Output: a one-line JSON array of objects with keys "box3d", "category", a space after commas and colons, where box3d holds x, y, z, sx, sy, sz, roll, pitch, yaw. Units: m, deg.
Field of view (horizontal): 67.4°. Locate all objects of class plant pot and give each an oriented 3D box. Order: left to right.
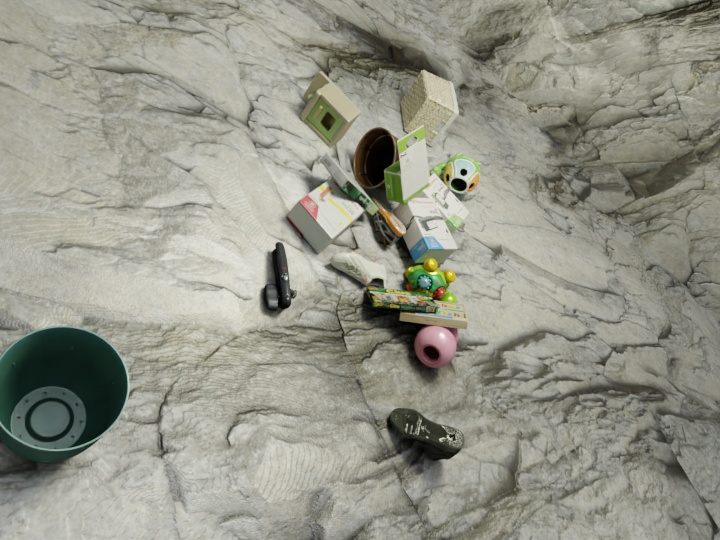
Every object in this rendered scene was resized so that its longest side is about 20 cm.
[{"box3d": [-0.506, 0.220, 0.898, 0.197, 0.161, 0.205, 22, 48, -26], "category": "plant pot"}, {"box3d": [0.108, -0.361, 1.850, 0.195, 0.199, 0.205, 8, 54, -45], "category": "plant pot"}]

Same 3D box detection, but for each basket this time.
[{"box3d": [0.277, -0.662, 2.205, 0.157, 0.199, 0.205, 15, 51, -25], "category": "basket"}]

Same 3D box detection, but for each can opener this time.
[{"box3d": [-0.205, 0.011, 1.385, 0.077, 0.063, 0.205, 16, 51, -30], "category": "can opener"}]

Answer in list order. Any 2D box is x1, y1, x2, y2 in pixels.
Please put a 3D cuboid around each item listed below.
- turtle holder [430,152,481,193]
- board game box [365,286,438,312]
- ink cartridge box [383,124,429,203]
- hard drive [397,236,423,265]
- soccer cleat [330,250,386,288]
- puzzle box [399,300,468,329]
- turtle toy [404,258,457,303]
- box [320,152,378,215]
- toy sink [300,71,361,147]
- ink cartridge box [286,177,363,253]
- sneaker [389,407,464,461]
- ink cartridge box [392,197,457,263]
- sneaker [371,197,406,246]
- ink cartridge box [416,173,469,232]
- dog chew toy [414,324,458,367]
[{"box3d": [0.382, -0.382, 2.121, 0.184, 0.141, 0.133, 39, 43, -11], "category": "turtle holder"}, {"box3d": [0.118, 0.084, 1.553, 0.194, 0.024, 0.105, 6, 17, -15], "category": "board game box"}, {"box3d": [0.143, -0.338, 1.698, 0.074, 0.205, 0.147, 18, 41, 38], "category": "ink cartridge box"}, {"box3d": [0.183, -0.108, 1.820, 0.201, 0.042, 0.135, 49, 41, 1], "category": "hard drive"}, {"box3d": [0.000, 0.000, 1.568, 0.196, 0.069, 0.080, 17, 52, -34], "category": "soccer cleat"}, {"box3d": [0.212, 0.121, 1.573, 0.193, 0.026, 0.133, 7, 18, 4], "category": "puzzle box"}, {"box3d": [0.224, 0.053, 1.676, 0.197, 0.145, 0.103, 30, 64, -19], "category": "turtle toy"}, {"box3d": [-0.032, -0.264, 1.672, 0.199, 0.036, 0.145, 33, 18, -53], "category": "box"}, {"box3d": [-0.120, -0.545, 1.826, 0.200, 0.130, 0.112, 45, 42, -4], "category": "toy sink"}, {"box3d": [-0.100, -0.168, 1.593, 0.146, 0.083, 0.200, 47, 41, -2], "category": "ink cartridge box"}, {"box3d": [0.162, 0.427, 1.386, 0.194, 0.116, 0.077, 18, 47, 9], "category": "sneaker"}, {"box3d": [0.209, -0.133, 1.763, 0.142, 0.084, 0.204, -3, 60, -40], "category": "ink cartridge box"}, {"box3d": [0.072, -0.161, 1.747, 0.077, 0.078, 0.202, 14, 34, -37], "category": "sneaker"}, {"box3d": [0.284, -0.234, 1.968, 0.200, 0.084, 0.145, 47, 42, -1], "category": "ink cartridge box"}, {"box3d": [0.233, 0.194, 1.582, 0.125, 0.124, 0.200, 46, 34, -1], "category": "dog chew toy"}]
